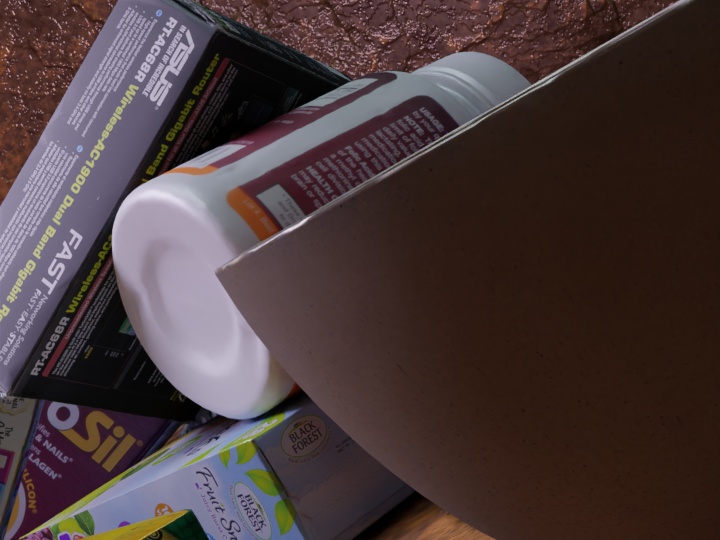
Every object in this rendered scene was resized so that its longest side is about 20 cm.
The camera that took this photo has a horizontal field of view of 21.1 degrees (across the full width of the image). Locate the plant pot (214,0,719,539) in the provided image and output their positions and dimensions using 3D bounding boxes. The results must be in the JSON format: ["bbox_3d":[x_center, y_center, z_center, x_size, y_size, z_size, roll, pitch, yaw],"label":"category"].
[{"bbox_3d":[0.079,0.008,0.519,0.200,0.135,0.200,-29,3,2],"label":"plant pot"}]

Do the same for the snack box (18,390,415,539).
[{"bbox_3d":[-0.041,0.096,0.928,0.200,0.068,0.169,-25,4,45],"label":"snack box"}]

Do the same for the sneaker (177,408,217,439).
[{"bbox_3d":[-0.066,0.101,1.249,0.085,0.077,0.200,-43,2,-31],"label":"sneaker"}]

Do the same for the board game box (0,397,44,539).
[{"bbox_3d":[-0.206,0.131,1.038,0.134,0.034,0.200,174,112,-83],"label":"board game box"}]

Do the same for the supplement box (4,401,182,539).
[{"bbox_3d":[-0.211,0.113,1.233,0.200,0.131,0.103,-51,-1,8],"label":"supplement box"}]

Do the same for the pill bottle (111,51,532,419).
[{"bbox_3d":[-0.005,-0.023,0.893,0.200,0.114,0.114,-29,2,-36],"label":"pill bottle"}]

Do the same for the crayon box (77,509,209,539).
[{"bbox_3d":[-0.140,0.164,0.816,0.119,0.058,0.200,-31,2,-30],"label":"crayon box"}]

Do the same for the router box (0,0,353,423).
[{"bbox_3d":[-0.096,-0.028,0.937,0.200,0.062,0.150,-59,-29,8],"label":"router box"}]
